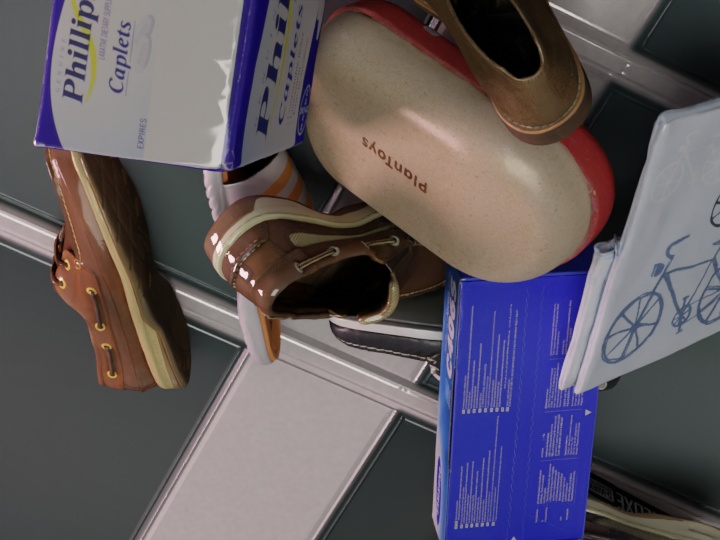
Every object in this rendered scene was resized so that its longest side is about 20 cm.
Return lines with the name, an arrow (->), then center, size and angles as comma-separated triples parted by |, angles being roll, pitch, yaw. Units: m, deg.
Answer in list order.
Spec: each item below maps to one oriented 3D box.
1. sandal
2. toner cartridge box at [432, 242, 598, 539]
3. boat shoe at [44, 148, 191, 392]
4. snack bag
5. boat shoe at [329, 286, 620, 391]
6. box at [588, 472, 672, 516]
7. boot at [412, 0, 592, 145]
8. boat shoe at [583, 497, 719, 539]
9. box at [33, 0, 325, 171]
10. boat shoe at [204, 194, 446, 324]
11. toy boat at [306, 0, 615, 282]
sandal -> -0.055, -0.030, 1.233 | 0.059, 0.079, 0.207 | -7, 131, 6
toner cartridge box -> 0.098, 0.080, 1.230 | 0.094, 0.043, 0.201 | -2, 119, -8
boat shoe -> -0.167, -0.001, 1.255 | 0.067, 0.072, 0.201 | -11, 124, 8
snack bag -> 0.206, -0.031, 1.177 | 0.188, 0.021, 0.201 | -19, 135, -38
boat shoe -> 0.076, 0.047, 1.271 | 0.199, 0.076, 0.061 | 4, 118, 1
box -> 0.159, 0.228, 1.398 | 0.199, 0.050, 0.158 | 29, 119, -15
boot -> 0.059, -0.163, 1.068 | 0.073, 0.201, 0.075 | -34, 149, 7
boat shoe -> 0.156, 0.197, 1.309 | 0.199, 0.065, 0.072 | 9, 124, -2
box -> -0.083, -0.154, 1.036 | 0.104, 0.200, 0.185 | 10, 100, 8
boat shoe -> -0.003, 0.005, 1.189 | 0.202, 0.075, 0.075 | -1, 132, -45
toy boat -> 0.070, -0.089, 1.158 | 0.200, 0.131, 0.131 | 37, 147, 24
